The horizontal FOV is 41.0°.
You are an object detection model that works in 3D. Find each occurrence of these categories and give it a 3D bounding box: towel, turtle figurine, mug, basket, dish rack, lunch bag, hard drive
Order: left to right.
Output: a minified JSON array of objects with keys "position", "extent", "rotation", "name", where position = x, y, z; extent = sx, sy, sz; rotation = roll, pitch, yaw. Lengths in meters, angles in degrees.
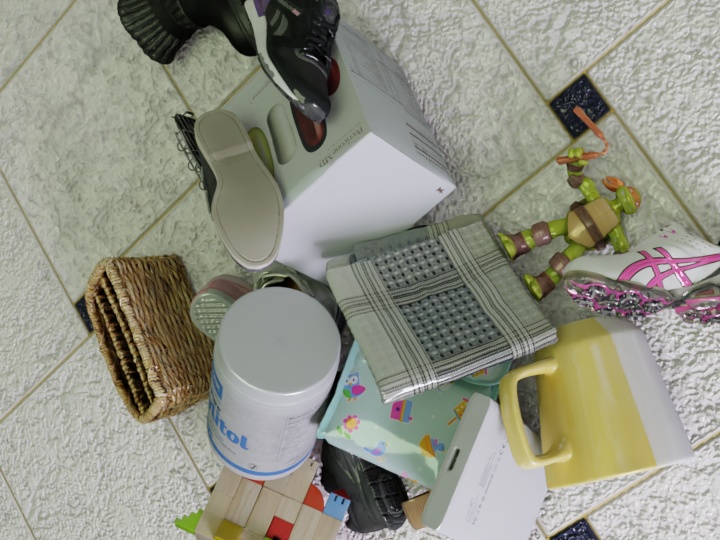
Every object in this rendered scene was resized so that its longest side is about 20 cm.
[{"position":[-0.289,0.094,1.235],"extent":[0.141,0.148,0.203],"rotation":[-28,81,25],"name":"basket"},{"position":[-0.153,-0.105,1.127],"extent":[0.054,0.200,0.155],"rotation":[-37,76,15],"name":"dish rack"},{"position":[0.065,0.115,1.019],"extent":[0.168,0.122,0.203],"rotation":[23,82,7],"name":"lunch bag"},{"position":[0.074,0.025,0.968],"extent":[0.190,0.035,0.201],"rotation":[-18,46,-10],"name":"towel"},{"position":[0.137,0.216,0.972],"extent":[0.026,0.200,0.134],"rotation":[17,76,36],"name":"hard drive"},{"position":[0.226,-0.052,1.002],"extent":[0.160,0.064,0.202],"rotation":[-31,90,5],"name":"turtle figurine"},{"position":[0.235,0.127,0.954],"extent":[0.147,0.186,0.156],"rotation":[-17,77,25],"name":"mug"}]

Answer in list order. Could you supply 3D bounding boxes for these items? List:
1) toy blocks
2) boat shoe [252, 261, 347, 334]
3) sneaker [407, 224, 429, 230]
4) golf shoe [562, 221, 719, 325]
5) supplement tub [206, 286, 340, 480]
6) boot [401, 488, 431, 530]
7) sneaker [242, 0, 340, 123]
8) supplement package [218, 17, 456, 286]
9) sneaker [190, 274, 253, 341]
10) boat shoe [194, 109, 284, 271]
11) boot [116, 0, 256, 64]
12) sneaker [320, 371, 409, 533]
[{"position":[-0.093,0.269,1.102],"extent":[0.197,0.100,0.138],"rotation":[23,64,4],"name":"toy blocks"},{"position":[-0.090,0.023,1.124],"extent":[0.199,0.069,0.072],"rotation":[35,108,53],"name":"boat shoe"},{"position":[0.000,0.000,1.116],"extent":[0.198,0.082,0.074],"rotation":[-28,82,27],"name":"sneaker"},{"position":[0.286,-0.001,0.936],"extent":[0.196,0.073,0.094],"rotation":[5,70,-14],"name":"golf shoe"},{"position":[-0.097,0.126,1.033],"extent":[0.132,0.131,0.201],"rotation":[41,146,19],"name":"supplement tub"},{"position":[0.090,0.185,1.095],"extent":[0.143,0.071,0.204],"rotation":[-26,84,20],"name":"boot"},{"position":[-0.058,-0.238,0.968],"extent":[0.087,0.076,0.202],"rotation":[-36,50,17],"name":"sneaker"},{"position":[-0.035,-0.131,1.053],"extent":[0.191,0.146,0.202],"rotation":[-39,49,24],"name":"supplement package"},{"position":[-0.125,0.084,1.201],"extent":[0.075,0.105,0.200],"rotation":[-39,105,14],"name":"sneaker"},{"position":[-0.123,-0.073,0.980],"extent":[0.071,0.063,0.202],"rotation":[-14,57,-14],"name":"boat shoe"},{"position":[-0.206,-0.309,1.205],"extent":[0.157,0.079,0.213],"rotation":[-39,65,17],"name":"boot"},{"position":[-0.018,0.220,1.147],"extent":[0.090,0.075,0.203],"rotation":[-28,76,36],"name":"sneaker"}]
